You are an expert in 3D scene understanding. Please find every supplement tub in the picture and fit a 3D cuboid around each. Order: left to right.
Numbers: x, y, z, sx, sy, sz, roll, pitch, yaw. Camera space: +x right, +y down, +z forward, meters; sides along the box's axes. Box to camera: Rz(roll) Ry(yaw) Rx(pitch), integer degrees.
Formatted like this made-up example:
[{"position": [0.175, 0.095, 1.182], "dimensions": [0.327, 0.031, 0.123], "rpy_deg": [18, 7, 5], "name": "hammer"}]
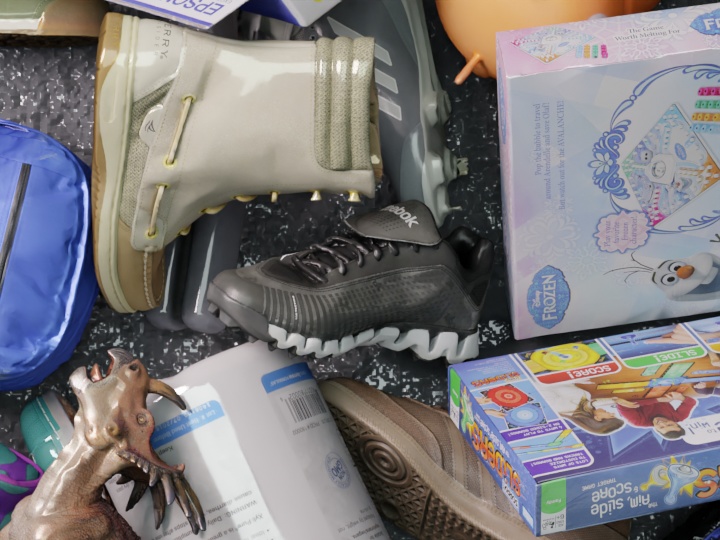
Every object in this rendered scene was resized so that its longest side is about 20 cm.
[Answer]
[{"position": [-0.054, 0.149, 1.463], "dimensions": [0.132, 0.132, 0.201], "rpy_deg": [-24, 84, -5], "name": "supplement tub"}]

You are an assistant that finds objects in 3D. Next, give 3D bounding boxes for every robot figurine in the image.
[{"position": [0.114, -0.175, 1.495], "dimensions": [0.143, 0.200, 0.117], "rpy_deg": [-2, 120, 36], "name": "robot figurine"}]

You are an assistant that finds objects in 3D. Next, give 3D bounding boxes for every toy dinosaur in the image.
[{"position": [-0.139, 0.155, 1.396], "dimensions": [0.135, 0.201, 0.086], "rpy_deg": [-21, 41, -24], "name": "toy dinosaur"}]

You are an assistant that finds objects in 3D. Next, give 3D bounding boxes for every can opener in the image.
[{"position": [-0.096, -0.067, 1.516], "dimensions": [0.053, 0.067, 0.201], "rpy_deg": [3, 82, 32], "name": "can opener"}]

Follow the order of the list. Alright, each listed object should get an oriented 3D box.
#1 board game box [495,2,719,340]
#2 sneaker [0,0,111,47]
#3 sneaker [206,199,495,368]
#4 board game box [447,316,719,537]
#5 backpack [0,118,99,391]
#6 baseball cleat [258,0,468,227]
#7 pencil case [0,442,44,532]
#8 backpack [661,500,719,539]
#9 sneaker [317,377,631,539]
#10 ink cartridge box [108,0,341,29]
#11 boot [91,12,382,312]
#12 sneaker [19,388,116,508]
[{"position": [0.177, -0.057, 1.472], "dimensions": [0.198, 0.200, 0.043], "rpy_deg": [-8, 45, -4], "name": "board game box"}, {"position": [-0.242, -0.175, 1.529], "dimensions": [0.199, 0.067, 0.090], "rpy_deg": [0, 88, 1], "name": "sneaker"}, {"position": [0.000, 0.000, 1.461], "dimensions": [0.066, 0.200, 0.091], "rpy_deg": [35, 111, 42], "name": "sneaker"}, {"position": [0.163, 0.079, 1.458], "dimensions": [0.199, 0.135, 0.035], "rpy_deg": [-9, 118, -15], "name": "board game box"}, {"position": [-0.243, -0.011, 1.462], "dimensions": [0.199, 0.168, 0.163], "rpy_deg": [14, 89, -1], "name": "backpack"}, {"position": [-0.001, -0.116, 1.540], "dimensions": [0.106, 0.070, 0.201], "rpy_deg": [-10, 78, 11], "name": "baseball cleat"}, {"position": [-0.247, 0.180, 1.455], "dimensions": [0.085, 0.092, 0.201], "rpy_deg": [23, 97, -30], "name": "pencil case"}, {"position": [0.262, 0.186, 1.468], "dimensions": [0.200, 0.135, 0.183], "rpy_deg": [-38, 86, -9], "name": "backpack"}, {"position": [0.062, 0.117, 1.513], "dimensions": [0.200, 0.071, 0.076], "rpy_deg": [38, 55, 7], "name": "sneaker"}, {"position": [-0.064, -0.186, 1.456], "dimensions": [0.200, 0.197, 0.047], "rpy_deg": [-40, 127, -25], "name": "ink cartridge box"}, {"position": [-0.065, -0.050, 1.430], "dimensions": [0.154, 0.200, 0.072], "rpy_deg": [3, 45, -2], "name": "boot"}, {"position": [-0.163, 0.168, 1.487], "dimensions": [0.080, 0.071, 0.201], "rpy_deg": [-21, 78, 2], "name": "sneaker"}]
